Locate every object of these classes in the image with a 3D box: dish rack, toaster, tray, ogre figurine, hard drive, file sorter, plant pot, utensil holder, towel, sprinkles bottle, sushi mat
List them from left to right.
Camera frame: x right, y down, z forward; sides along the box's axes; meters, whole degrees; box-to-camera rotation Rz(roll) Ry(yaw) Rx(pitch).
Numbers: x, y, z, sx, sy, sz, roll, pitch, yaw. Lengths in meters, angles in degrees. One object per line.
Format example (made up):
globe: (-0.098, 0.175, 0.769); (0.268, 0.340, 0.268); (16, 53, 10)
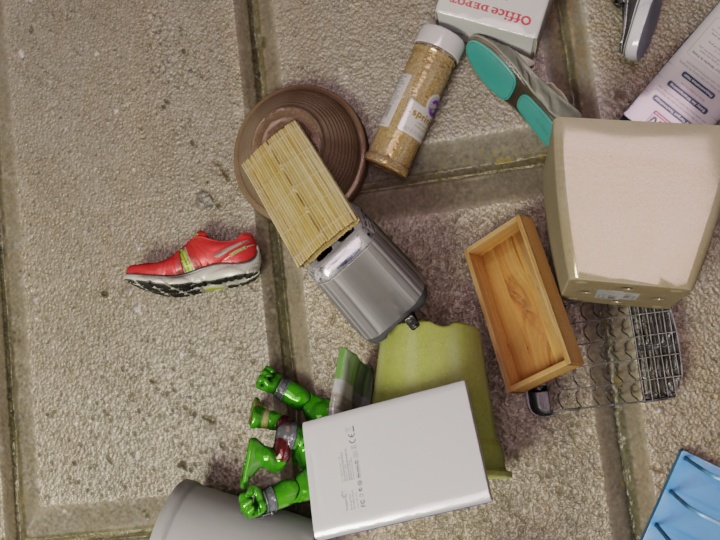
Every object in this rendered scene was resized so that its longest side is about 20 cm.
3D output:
utensil holder: (-0.161, 0.382, 1.009); (0.197, 0.170, 0.173); (12, 88, 10)
ogre figurine: (-0.092, 0.231, 1.027); (0.118, 0.201, 0.099); (12, 122, -9)
plant pot: (-0.091, -0.167, 1.076); (0.197, 0.093, 0.204); (-1, 85, 10)
sushi mat: (-0.079, -0.101, 0.975); (0.095, 0.012, 0.201); (-37, 55, 9)
towel: (-0.015, 0.212, 0.986); (0.030, 0.149, 0.203); (5, 74, 13)
toaster: (0.000, 0.000, 0.985); (0.113, 0.200, 0.129); (-41, 114, 5)
hard drive: (0.036, 0.212, 0.865); (0.197, 0.025, 0.134); (-16, 60, 12)
sprinkles bottle: (0.074, -0.231, 1.063); (0.067, 0.068, 0.202); (24, 91, 11)
plant pot: (0.089, 0.166, 0.981); (0.197, 0.201, 0.187); (-2, 74, 10)
tray: (0.204, 0.042, 0.985); (0.098, 0.037, 0.203); (-35, 58, 39)
dish rack: (0.308, 0.106, 1.003); (0.197, 0.055, 0.156); (-8, 85, 7)
plant pot: (0.318, -0.056, 0.927); (0.197, 0.200, 0.180); (5, 79, 10)
file sorter: (0.423, 0.345, 0.928); (0.137, 0.123, 0.202); (24, 90, 10)

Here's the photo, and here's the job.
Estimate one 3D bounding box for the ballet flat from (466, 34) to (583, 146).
ballet flat: (0.225, -0.248, 1.048); (0.063, 0.068, 0.201); (-36, 80, -22)

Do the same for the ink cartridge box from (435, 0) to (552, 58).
ink cartridge box: (0.198, -0.409, 1.045); (0.143, 0.087, 0.203); (19, 91, 10)

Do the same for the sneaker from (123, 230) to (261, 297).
sneaker: (-0.239, -0.013, 1.110); (0.197, 0.077, 0.086); (-7, 73, 3)

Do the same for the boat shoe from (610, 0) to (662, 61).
boat shoe: (0.365, -0.378, 1.025); (0.065, 0.070, 0.203); (14, 91, 28)

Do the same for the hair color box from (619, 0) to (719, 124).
hair color box: (0.438, -0.240, 1.000); (0.100, 0.060, 0.200); (42, 93, 11)
